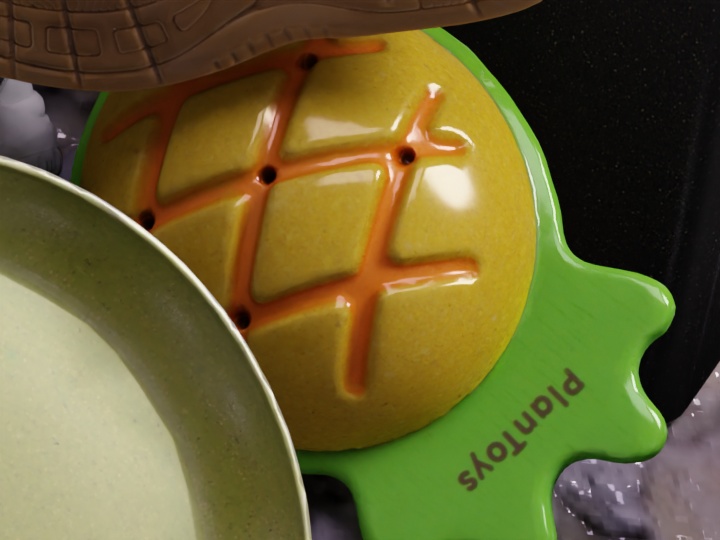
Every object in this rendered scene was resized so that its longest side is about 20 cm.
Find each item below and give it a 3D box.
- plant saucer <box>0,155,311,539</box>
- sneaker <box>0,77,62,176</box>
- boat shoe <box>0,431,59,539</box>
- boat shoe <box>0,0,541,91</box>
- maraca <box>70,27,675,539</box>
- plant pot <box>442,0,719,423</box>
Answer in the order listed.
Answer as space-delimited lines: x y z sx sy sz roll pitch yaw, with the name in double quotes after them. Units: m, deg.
-0.105 0.069 0.607 0.199 0.031 0.201 11 69 -28 "plant saucer"
-0.157 -0.049 0.703 0.075 0.088 0.200 -15 5 17 "sneaker"
-0.176 0.050 0.641 0.199 0.072 0.068 2 40 -18 "boat shoe"
-0.037 -0.096 0.691 0.199 0.071 0.069 -2 24 6 "boat shoe"
0.000 0.000 0.722 0.200 0.137 0.107 44 3 19 "maraca"
0.075 -0.105 0.816 0.199 0.178 0.200 28 42 15 "plant pot"
